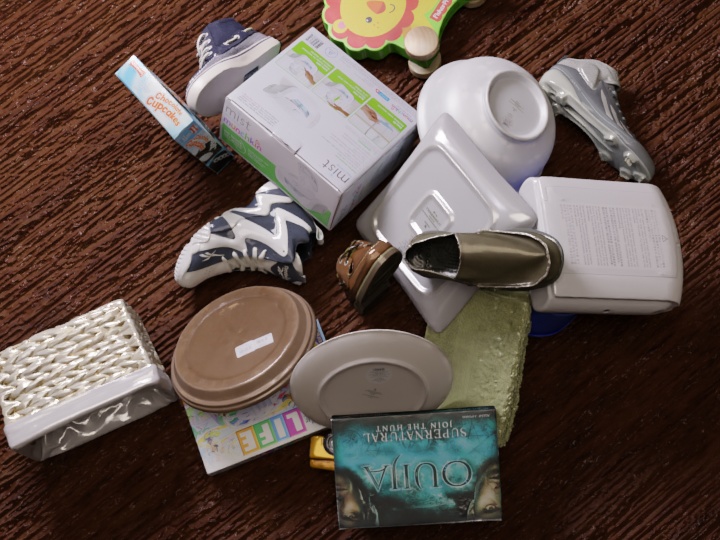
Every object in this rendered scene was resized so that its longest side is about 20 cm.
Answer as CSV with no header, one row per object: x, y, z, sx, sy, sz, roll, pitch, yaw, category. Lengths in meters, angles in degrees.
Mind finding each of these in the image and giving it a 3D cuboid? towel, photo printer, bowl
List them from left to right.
0.140,0.106,1.459,0.147,0.036,0.202,13,98,37,towel
0.179,-0.196,1.521,0.199,0.090,0.203,9,70,-24,bowl
0.296,-0.028,1.428,0.198,0.069,0.168,1,70,-19,photo printer

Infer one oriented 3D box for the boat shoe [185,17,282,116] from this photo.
-0.193,-0.272,1.565,0.092,0.075,0.200,30,36,13,boat shoe

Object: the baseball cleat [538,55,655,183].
0.332,-0.210,1.572,0.200,0.070,0.106,45,71,5,baseball cleat

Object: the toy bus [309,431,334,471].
0.036,0.245,1.471,0.198,0.065,0.079,3,79,2,toy bus

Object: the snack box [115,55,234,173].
-0.234,-0.196,1.514,0.037,0.200,0.116,-43,79,1,snack box

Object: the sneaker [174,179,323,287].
-0.133,-0.016,1.530,0.198,0.080,0.130,-36,69,-17,sneaker

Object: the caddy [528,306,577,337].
0.245,-0.008,1.504,0.199,0.105,0.142,-38,86,-25,caddy

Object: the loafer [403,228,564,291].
0.136,-0.010,1.365,0.198,0.069,0.076,0,96,29,loafer

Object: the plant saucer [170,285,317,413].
-0.150,0.090,1.474,0.198,0.030,0.201,-14,42,13,plant saucer

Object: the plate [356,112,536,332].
0.093,-0.061,1.459,0.200,0.032,0.200,-51,59,24,plate

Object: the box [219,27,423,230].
-0.051,-0.186,1.534,0.200,0.097,0.177,39,60,10,box

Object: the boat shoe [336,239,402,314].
0.000,0.000,1.460,0.072,0.200,0.068,-40,81,-17,boat shoe

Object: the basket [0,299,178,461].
-0.347,0.136,1.472,0.198,0.136,0.124,-25,75,-5,basket

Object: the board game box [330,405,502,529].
0.067,0.236,1.415,0.198,0.028,0.137,-4,94,3,board game box

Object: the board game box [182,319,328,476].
-0.122,0.162,1.510,0.198,0.034,0.136,-22,77,-4,board game box

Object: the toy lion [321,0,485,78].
0.052,-0.371,1.627,0.191,0.069,0.201,31,79,16,toy lion

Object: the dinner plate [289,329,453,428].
0.014,0.143,1.417,0.198,0.201,0.024,-7,46,0,dinner plate
